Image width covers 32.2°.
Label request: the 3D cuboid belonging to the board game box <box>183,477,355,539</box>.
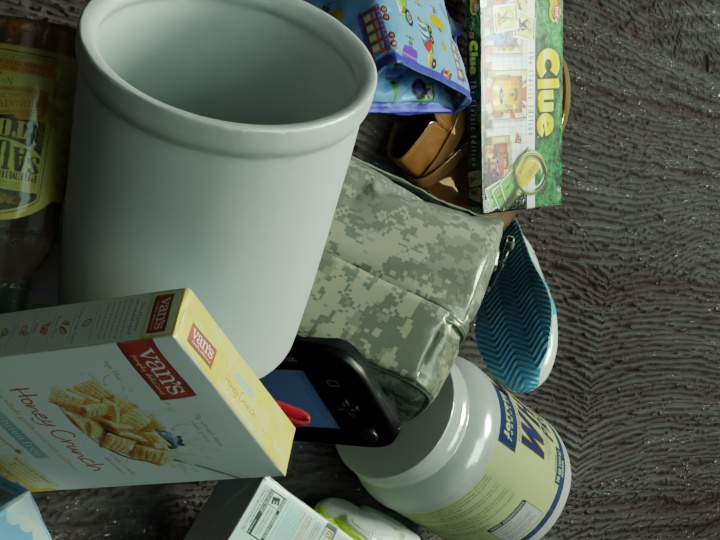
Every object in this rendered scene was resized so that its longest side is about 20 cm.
[{"bbox_3d":[-0.053,0.263,0.949,0.200,0.064,0.148,42,68,-27],"label":"board game box"}]

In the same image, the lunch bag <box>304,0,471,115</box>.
[{"bbox_3d":[0.028,-0.208,0.999,0.200,0.094,0.151,-3,74,-55],"label":"lunch bag"}]

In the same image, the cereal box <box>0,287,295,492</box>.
[{"bbox_3d":[-0.156,0.077,0.734,0.144,0.200,0.040,58,33,-43],"label":"cereal box"}]

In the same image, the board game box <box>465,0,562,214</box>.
[{"bbox_3d":[0.137,-0.153,1.102,0.105,0.023,0.200,-10,103,-40],"label":"board game box"}]

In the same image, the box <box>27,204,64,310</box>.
[{"bbox_3d":[-0.214,0.016,0.841,0.156,0.041,0.200,6,94,-46],"label":"box"}]

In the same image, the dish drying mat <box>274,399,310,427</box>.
[{"bbox_3d":[-0.135,0.116,0.835,0.077,0.200,0.018,30,49,-51],"label":"dish drying mat"}]

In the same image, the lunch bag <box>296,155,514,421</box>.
[{"bbox_3d":[0.000,0.000,0.948,0.168,0.200,0.139,-64,179,-15],"label":"lunch bag"}]

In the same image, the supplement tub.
[{"bbox_3d":[0.082,0.160,1.109,0.200,0.145,0.145,38,70,-44],"label":"supplement tub"}]

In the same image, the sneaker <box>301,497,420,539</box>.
[{"bbox_3d":[-0.043,0.248,1.049,0.200,0.076,0.105,16,97,-32],"label":"sneaker"}]

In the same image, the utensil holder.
[{"bbox_3d":[-0.094,-0.049,0.753,0.170,0.170,0.200,-25,142,-41],"label":"utensil holder"}]

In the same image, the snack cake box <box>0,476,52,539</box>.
[{"bbox_3d":[-0.234,0.224,0.808,0.067,0.115,0.200,-36,123,-37],"label":"snack cake box"}]

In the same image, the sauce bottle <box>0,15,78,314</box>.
[{"bbox_3d":[-0.210,-0.051,0.758,0.066,0.066,0.200,4,94,-47],"label":"sauce bottle"}]

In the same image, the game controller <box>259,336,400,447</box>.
[{"bbox_3d":[-0.068,0.084,0.897,0.104,0.200,0.042,52,48,-41],"label":"game controller"}]

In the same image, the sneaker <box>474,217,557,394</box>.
[{"bbox_3d":[0.147,0.037,1.147,0.081,0.076,0.200,55,22,-40],"label":"sneaker"}]

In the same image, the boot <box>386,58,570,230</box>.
[{"bbox_3d":[0.106,-0.147,1.138,0.155,0.077,0.200,33,81,-41],"label":"boot"}]
